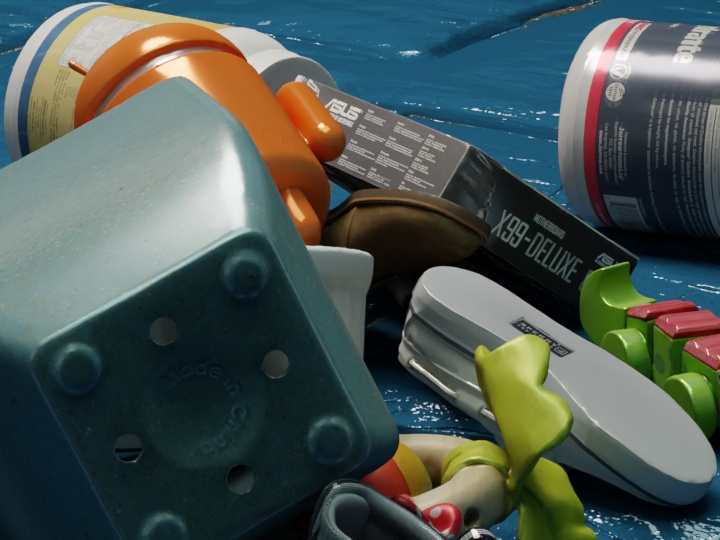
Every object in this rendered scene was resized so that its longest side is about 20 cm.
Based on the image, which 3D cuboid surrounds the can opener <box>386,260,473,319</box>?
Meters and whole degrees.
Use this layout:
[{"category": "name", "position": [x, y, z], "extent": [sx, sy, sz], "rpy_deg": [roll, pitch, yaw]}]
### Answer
[{"category": "can opener", "position": [0.050, 0.017, 1.685], "extent": [0.053, 0.067, 0.200], "rpy_deg": [-37, 22, 0]}]

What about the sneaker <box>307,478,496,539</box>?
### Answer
[{"category": "sneaker", "position": [-0.036, 0.148, 1.221], "extent": [0.200, 0.114, 0.076], "rpy_deg": [-4, 34, -12]}]

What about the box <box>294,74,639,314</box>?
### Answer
[{"category": "box", "position": [0.053, -0.046, 1.788], "extent": [0.158, 0.050, 0.200], "rpy_deg": [32, -3, -35]}]

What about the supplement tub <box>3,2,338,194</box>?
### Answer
[{"category": "supplement tub", "position": [-0.124, -0.097, 1.932], "extent": [0.200, 0.145, 0.145], "rpy_deg": [14, 24, 38]}]

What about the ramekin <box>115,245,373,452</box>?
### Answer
[{"category": "ramekin", "position": [-0.091, 0.044, 1.496], "extent": [0.200, 0.098, 0.200], "rpy_deg": [-3, -5, 0]}]

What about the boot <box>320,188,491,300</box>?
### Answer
[{"category": "boot", "position": [0.000, 0.000, 1.685], "extent": [0.074, 0.076, 0.200], "rpy_deg": [33, -26, -29]}]

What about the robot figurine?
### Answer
[{"category": "robot figurine", "position": [-0.091, -0.064, 1.672], "extent": [0.200, 0.144, 0.117], "rpy_deg": [55, 11, 34]}]

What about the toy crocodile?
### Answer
[{"category": "toy crocodile", "position": [0.186, 0.049, 1.603], "extent": [0.067, 0.062, 0.200], "rpy_deg": [-9, 20, -21]}]

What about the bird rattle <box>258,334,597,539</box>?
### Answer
[{"category": "bird rattle", "position": [0.018, 0.122, 1.404], "extent": [0.163, 0.113, 0.200], "rpy_deg": [2, 28, 47]}]

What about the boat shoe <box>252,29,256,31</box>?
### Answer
[{"category": "boat shoe", "position": [-0.103, -0.130, 2.152], "extent": [0.060, 0.074, 0.200], "rpy_deg": [1, 26, -8]}]

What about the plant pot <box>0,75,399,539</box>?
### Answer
[{"category": "plant pot", "position": [-0.094, 0.044, 1.290], "extent": [0.196, 0.196, 0.200], "rpy_deg": [-30, 14, -13]}]

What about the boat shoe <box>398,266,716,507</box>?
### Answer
[{"category": "boat shoe", "position": [0.098, 0.075, 1.527], "extent": [0.200, 0.066, 0.072], "rpy_deg": [33, 30, 24]}]

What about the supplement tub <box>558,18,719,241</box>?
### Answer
[{"category": "supplement tub", "position": [0.242, -0.088, 1.887], "extent": [0.200, 0.140, 0.140], "rpy_deg": [8, 20, 25]}]
